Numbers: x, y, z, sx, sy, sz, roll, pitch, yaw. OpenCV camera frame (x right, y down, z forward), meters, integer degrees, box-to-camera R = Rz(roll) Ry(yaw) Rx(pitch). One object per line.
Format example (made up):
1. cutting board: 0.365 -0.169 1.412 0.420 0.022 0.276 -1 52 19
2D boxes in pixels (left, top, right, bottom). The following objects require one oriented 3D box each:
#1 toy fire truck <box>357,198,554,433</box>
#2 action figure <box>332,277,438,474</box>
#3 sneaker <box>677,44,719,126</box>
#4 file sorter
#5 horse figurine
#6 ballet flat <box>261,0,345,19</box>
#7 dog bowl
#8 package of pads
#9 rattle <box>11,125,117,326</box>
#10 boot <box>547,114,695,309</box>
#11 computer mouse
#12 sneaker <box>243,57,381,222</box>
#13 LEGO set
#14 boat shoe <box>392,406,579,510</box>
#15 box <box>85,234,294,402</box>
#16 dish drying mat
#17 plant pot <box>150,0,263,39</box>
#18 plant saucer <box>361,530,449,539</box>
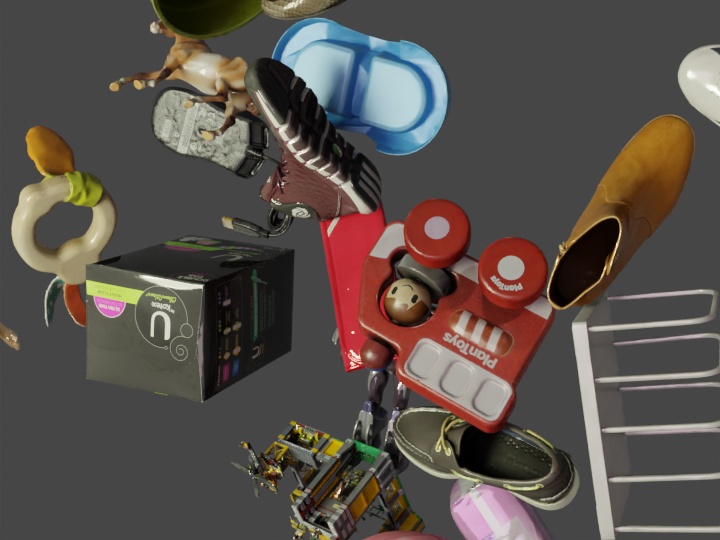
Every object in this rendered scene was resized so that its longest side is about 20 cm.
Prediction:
1. toy fire truck: 0.083 0.042 0.980 0.199 0.112 0.169 28 70 17
2. action figure: 0.034 0.107 1.084 0.129 0.069 0.203 11 102 27
3. sneaker: 0.357 -0.129 0.857 0.199 0.129 0.080 40 113 12
4. file sorter: 0.280 0.125 0.941 0.123 0.139 0.203 -7 98 22
5. horse figurine: -0.166 -0.203 1.075 0.198 0.133 0.050 26 135 21
6. ballet flat: -0.013 -0.297 1.016 0.198 0.068 0.047 -7 140 22
7. dog bowl: 0.004 -0.191 1.044 0.198 0.050 0.113 19 108 18
8. package of pads: 0.168 0.295 1.032 0.075 0.120 0.201 -35 86 6
9. rattle: -0.375 -0.047 1.233 0.142 0.130 0.202 31 138 26
10. boot: 0.237 -0.052 0.908 0.070 0.144 0.203 33 101 12
11. computer mouse: -0.145 -0.119 1.131 0.198 0.046 0.142 18 110 13
12. sneaker: -0.076 -0.113 1.018 0.115 0.076 0.200 -20 126 33
13. LEGO set: -0.040 0.254 1.075 0.198 0.116 0.155 20 140 33
14. boat shoe: 0.111 0.167 0.972 0.199 0.061 0.072 13 67 34
15. box: -0.177 0.044 1.089 0.147 0.200 0.126 8 104 22
16. dish drying mat: 0.000 0.000 1.066 0.076 0.018 0.203 -15 75 21
17. plant pot: -0.179 -0.376 1.022 0.193 0.200 0.201 47 115 21
18. plant saucer: 0.029 0.333 1.014 0.198 0.051 0.203 -9 123 -14
